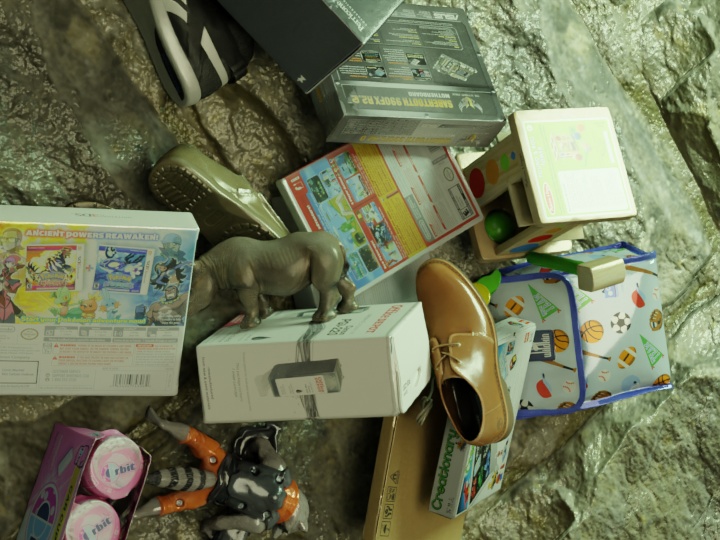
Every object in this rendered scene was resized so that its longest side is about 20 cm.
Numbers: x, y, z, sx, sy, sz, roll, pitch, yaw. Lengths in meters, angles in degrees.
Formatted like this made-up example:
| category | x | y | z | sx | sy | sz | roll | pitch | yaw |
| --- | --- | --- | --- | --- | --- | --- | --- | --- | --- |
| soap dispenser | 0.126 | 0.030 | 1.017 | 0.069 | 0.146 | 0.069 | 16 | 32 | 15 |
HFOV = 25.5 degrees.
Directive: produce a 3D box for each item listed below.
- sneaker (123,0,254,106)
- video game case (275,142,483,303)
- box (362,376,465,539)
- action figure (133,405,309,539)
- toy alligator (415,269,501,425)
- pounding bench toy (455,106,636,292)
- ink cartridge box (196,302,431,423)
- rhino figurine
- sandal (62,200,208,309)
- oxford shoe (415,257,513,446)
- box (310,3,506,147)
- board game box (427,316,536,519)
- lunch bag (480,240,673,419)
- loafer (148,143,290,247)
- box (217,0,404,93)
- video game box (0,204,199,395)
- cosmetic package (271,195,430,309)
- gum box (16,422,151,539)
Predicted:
| category | x | y | z | sx | sy | sz | roll | pitch | yaw |
| --- | --- | --- | --- | --- | --- | --- | --- | --- | --- |
| sneaker | -0.171 | -0.275 | 1.581 | 0.112 | 0.073 | 0.200 | -32 | 116 | -28 |
| video game case | 0.023 | -0.073 | 1.664 | 0.200 | 0.017 | 0.143 | -31 | 98 | -28 |
| box | 0.074 | 0.199 | 1.738 | 0.163 | 0.021 | 0.200 | 14 | 84 | -51 |
| action figure | -0.142 | 0.242 | 1.606 | 0.193 | 0.105 | 0.200 | 15 | 84 | -20 |
| toy alligator | 0.087 | 0.070 | 1.690 | 0.054 | 0.059 | 0.200 | 29 | 65 | 5 |
| pounding bench toy | 0.201 | -0.054 | 1.726 | 0.124 | 0.156 | 0.200 | -6 | 75 | -28 |
| ink cartridge box | -0.043 | 0.090 | 1.568 | 0.200 | 0.146 | 0.085 | -2 | 102 | 15 |
| rhino figurine | -0.105 | 0.009 | 1.565 | 0.200 | 0.060 | 0.088 | -5 | 102 | 1 |
| sandal | -0.226 | -0.012 | 1.574 | 0.200 | 0.055 | 0.082 | 20 | 89 | -43 |
| oxford shoe | 0.099 | 0.081 | 1.611 | 0.071 | 0.071 | 0.200 | -5 | 73 | -61 |
| box | 0.039 | -0.207 | 1.665 | 0.200 | 0.048 | 0.158 | -1 | 59 | -29 |
| board game box | 0.132 | 0.157 | 1.716 | 0.126 | 0.035 | 0.200 | -15 | 120 | -60 |
| lunch bag | 0.239 | 0.069 | 1.801 | 0.200 | 0.124 | 0.170 | -10 | 98 | -13 |
| loafer | -0.127 | -0.059 | 1.604 | 0.200 | 0.076 | 0.067 | 45 | 34 | -29 |
| box | -0.050 | -0.311 | 1.563 | 0.200 | 0.104 | 0.182 | 45 | 48 | -9 |
| video game box | -0.263 | 0.030 | 1.502 | 0.200 | 0.047 | 0.182 | 2 | 117 | -19 |
| cosmetic package | 0.000 | 0.000 | 1.697 | 0.151 | 0.052 | 0.200 | -18 | 101 | -31 |
| gum box | -0.273 | 0.245 | 1.523 | 0.066 | 0.113 | 0.200 | 21 | 83 | -29 |
